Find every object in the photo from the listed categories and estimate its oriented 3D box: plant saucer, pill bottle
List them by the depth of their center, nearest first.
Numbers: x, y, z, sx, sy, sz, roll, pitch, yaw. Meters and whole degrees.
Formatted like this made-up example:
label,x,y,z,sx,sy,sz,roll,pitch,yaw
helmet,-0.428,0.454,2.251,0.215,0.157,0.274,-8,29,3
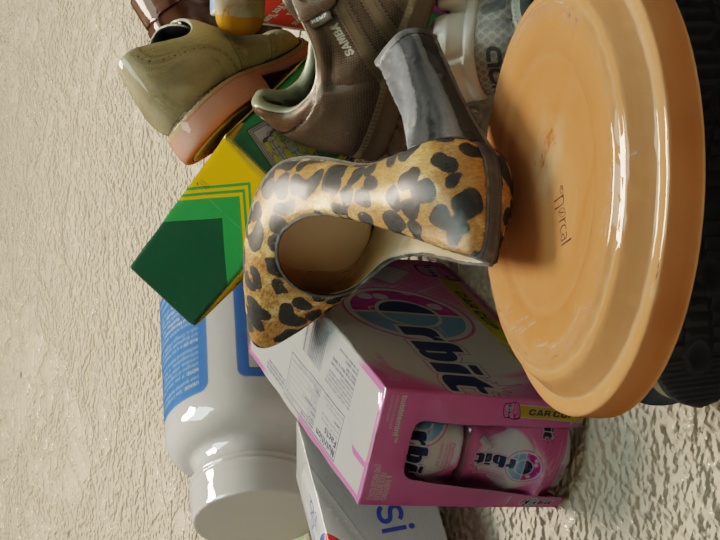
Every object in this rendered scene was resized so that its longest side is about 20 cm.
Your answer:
label,x,y,z,sx,sy,sz,roll,pitch,yaw
plant saucer,0.092,-0.037,0.781,0.200,0.032,0.201,180,90,-75
pill bottle,-0.075,0.074,1.189,0.112,0.112,0.201,126,147,-49

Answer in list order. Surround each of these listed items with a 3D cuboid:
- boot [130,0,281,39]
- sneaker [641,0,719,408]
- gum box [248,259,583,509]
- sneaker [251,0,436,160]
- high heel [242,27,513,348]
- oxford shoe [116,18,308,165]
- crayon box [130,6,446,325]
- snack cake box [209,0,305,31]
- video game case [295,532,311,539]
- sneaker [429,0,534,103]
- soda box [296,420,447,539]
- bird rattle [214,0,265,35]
label,x,y,z,sx,sy,sz,roll,pitch,yaw
boot,-0.046,-0.113,1.212,0.064,0.186,0.201,-39,80,42
sneaker,0.127,-0.040,0.813,0.082,0.070,0.201,-6,79,62
gum box,0.026,0.057,0.970,0.200,0.113,0.066,-132,51,-60
sneaker,0.000,-0.148,0.886,0.071,0.075,0.201,-95,18,-64
high heel,0.000,0.000,0.862,0.200,0.071,0.143,-58,34,32
oxford shoe,-0.081,-0.122,1.049,0.071,0.074,0.200,-46,2,17
crayon box,-0.030,-0.079,1.050,0.200,0.058,0.173,-48,1,-34
snack cake box,-0.006,-0.209,1.094,0.200,0.114,0.068,152,120,-62
video game case,-0.004,0.223,1.122,0.200,0.023,0.183,125,142,-49
sneaker,0.095,-0.175,0.904,0.074,0.087,0.201,43,-123,-69
soda box,0.017,0.175,0.996,0.064,0.068,0.201,94,164,-55
bird rattle,-0.070,-0.224,0.988,0.163,0.112,0.201,98,165,-53
